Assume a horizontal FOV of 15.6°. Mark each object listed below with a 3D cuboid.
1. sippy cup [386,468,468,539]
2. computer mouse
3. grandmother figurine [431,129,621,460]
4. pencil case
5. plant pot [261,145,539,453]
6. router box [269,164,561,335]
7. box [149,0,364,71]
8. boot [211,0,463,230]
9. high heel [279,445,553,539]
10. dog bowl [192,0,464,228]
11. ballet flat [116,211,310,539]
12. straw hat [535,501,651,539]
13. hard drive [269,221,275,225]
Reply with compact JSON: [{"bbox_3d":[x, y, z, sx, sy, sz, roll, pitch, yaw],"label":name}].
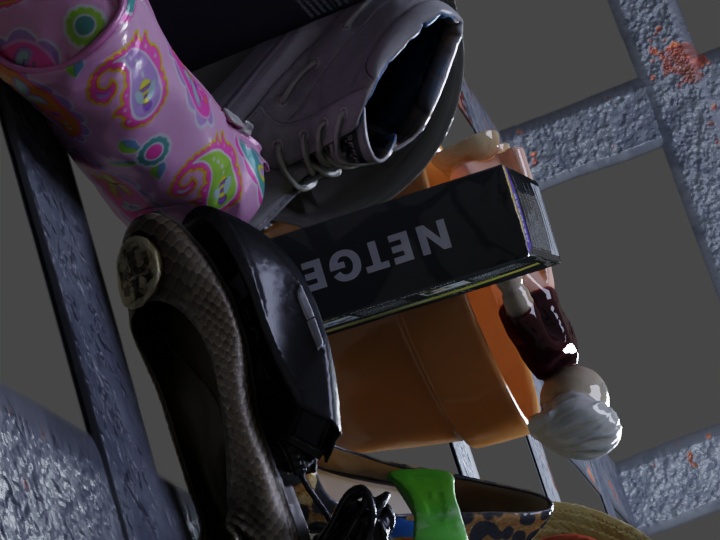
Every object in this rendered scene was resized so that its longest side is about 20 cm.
[{"bbox_3d":[0.028,0.200,1.387,0.140,0.178,0.130,35,10,-19],"label":"sippy cup"},{"bbox_3d":[-0.043,0.070,1.318,0.200,0.046,0.140,62,-34,18],"label":"computer mouse"},{"bbox_3d":[0.101,0.018,1.543,0.200,0.061,0.121,68,18,12],"label":"grandmother figurine"},{"bbox_3d":[-0.113,-0.082,1.298,0.200,0.087,0.088,53,18,-55],"label":"pencil case"},{"bbox_3d":[0.010,0.029,1.604,0.200,0.140,0.200,-22,90,-81],"label":"plant pot"},{"bbox_3d":[0.000,0.000,1.415,0.157,0.200,0.052,7,66,-80],"label":"router box"},{"bbox_3d":[-0.099,-0.220,1.390,0.104,0.182,0.200,43,28,-69],"label":"box"},{"bbox_3d":[-0.027,-0.075,1.407,0.096,0.200,0.074,33,0,45],"label":"boot"},{"bbox_3d":[0.016,0.106,1.447,0.071,0.142,0.200,-101,167,-47],"label":"high heel"},{"bbox_3d":[-0.044,-0.122,1.486,0.059,0.200,0.200,-139,-154,-80],"label":"dog bowl"},{"bbox_3d":[-0.080,0.067,1.284,0.067,0.046,0.200,-29,-101,55],"label":"ballet flat"},{"bbox_3d":[0.111,0.248,1.589,0.085,0.201,0.201,82,-8,-63],"label":"straw hat"},{"bbox_3d":[-0.086,-0.131,1.737,0.140,0.033,0.200,17,53,-79],"label":"hard drive"}]
